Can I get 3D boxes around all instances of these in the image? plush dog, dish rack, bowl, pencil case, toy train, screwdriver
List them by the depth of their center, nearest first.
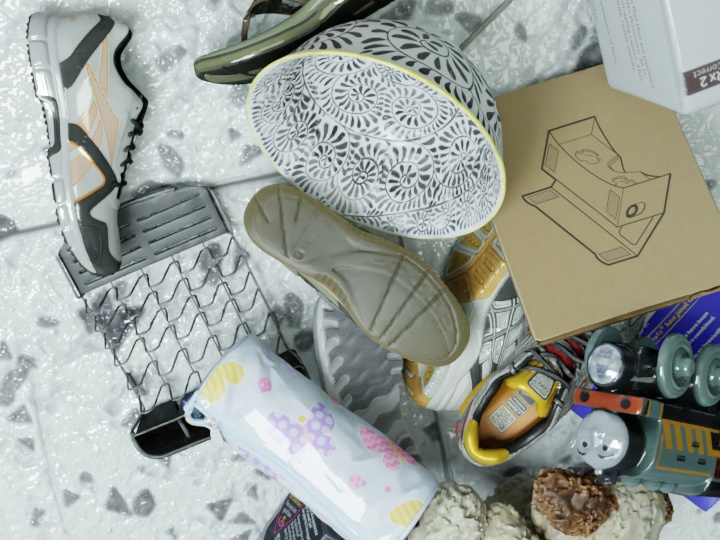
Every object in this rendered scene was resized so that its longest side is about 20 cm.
[{"bbox_3d":[0.026,-0.120,0.921,0.200,0.094,0.201,18,149,11],"label":"bowl"},{"bbox_3d":[0.227,0.108,0.925,0.200,0.085,0.114,16,82,-48],"label":"toy train"},{"bbox_3d":[-0.038,0.135,0.947,0.200,0.091,0.083,37,110,-1],"label":"pencil case"},{"bbox_3d":[0.115,-0.209,0.956,0.028,0.029,0.200,41,108,-18],"label":"screwdriver"},{"bbox_3d":[0.163,0.215,0.995,0.172,0.161,0.200,-40,154,28],"label":"plush dog"},{"bbox_3d":[-0.145,0.037,1.000,0.153,0.055,0.200,-23,111,2],"label":"dish rack"}]

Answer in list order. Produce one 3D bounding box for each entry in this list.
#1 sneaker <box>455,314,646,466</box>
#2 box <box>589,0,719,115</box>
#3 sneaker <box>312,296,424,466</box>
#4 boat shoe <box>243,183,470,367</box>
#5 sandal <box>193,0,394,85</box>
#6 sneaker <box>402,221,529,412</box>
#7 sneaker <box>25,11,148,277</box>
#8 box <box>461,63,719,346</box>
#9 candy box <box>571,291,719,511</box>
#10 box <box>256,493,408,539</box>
[{"bbox_3d":[0.150,0.077,0.957,0.078,0.082,0.200,38,98,4],"label":"sneaker"},{"bbox_3d":[0.267,-0.241,0.883,0.199,0.131,0.200,-21,112,-9],"label":"box"},{"bbox_3d":[-0.008,0.109,1.033,0.075,0.082,0.200,-14,95,-32],"label":"sneaker"},{"bbox_3d":[-0.001,0.000,0.980,0.201,0.066,0.072,34,94,-3],"label":"boat shoe"},{"bbox_3d":[-0.037,-0.199,0.922,0.201,0.080,0.057,-33,83,5],"label":"sandal"},{"bbox_3d":[0.111,0.029,1.024,0.088,0.076,0.200,16,114,-26],"label":"sneaker"},{"bbox_3d":[-0.193,-0.094,0.928,0.080,0.074,0.200,-8,103,-9],"label":"sneaker"},{"bbox_3d":[0.178,-0.058,0.949,0.163,0.021,0.200,-17,69,0],"label":"box"},{"bbox_3d":[0.269,0.076,1.047,0.200,0.077,0.169,38,104,-18],"label":"candy box"},{"bbox_3d":[0.013,0.278,1.066,0.200,0.132,0.115,34,100,-17],"label":"box"}]
